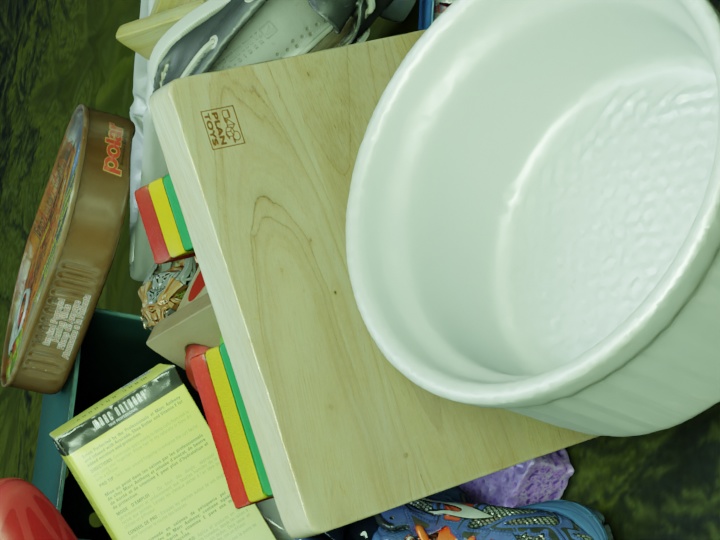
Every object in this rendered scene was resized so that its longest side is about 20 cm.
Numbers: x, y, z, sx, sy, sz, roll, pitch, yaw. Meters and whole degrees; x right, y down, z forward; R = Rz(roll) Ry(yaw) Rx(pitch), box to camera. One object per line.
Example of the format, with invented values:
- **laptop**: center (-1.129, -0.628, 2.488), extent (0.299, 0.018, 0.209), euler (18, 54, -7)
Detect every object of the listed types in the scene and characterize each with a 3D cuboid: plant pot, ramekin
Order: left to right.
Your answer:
- **plant pot**: center (-0.142, 0.120, 1.775), extent (0.200, 0.140, 0.142), euler (151, 127, -67)
- **ramekin**: center (0.098, -0.027, 1.175), extent (0.200, 0.098, 0.202), euler (-19, 59, 35)

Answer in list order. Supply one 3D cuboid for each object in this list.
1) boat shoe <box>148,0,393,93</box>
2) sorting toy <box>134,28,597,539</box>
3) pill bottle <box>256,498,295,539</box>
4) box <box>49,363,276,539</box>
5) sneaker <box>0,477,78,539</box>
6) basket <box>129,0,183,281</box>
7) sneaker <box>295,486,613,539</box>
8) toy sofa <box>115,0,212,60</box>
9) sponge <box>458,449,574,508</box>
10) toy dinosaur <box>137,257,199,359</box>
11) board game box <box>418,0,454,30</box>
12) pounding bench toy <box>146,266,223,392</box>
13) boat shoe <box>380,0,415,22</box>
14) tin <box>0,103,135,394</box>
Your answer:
- **boat shoe**: center (-0.023, -0.138, 1.418), extent (0.200, 0.074, 0.060), euler (-35, 32, 8)
- **sorting toy**: center (0.001, 0.005, 1.259), extent (0.069, 0.198, 0.201), euler (-23, 84, 49)
- **pill bottle**: center (-0.064, 0.172, 1.565), extent (0.200, 0.119, 0.120), euler (121, 151, -42)
- **box**: center (-0.078, 0.151, 1.440), extent (0.201, 0.075, 0.050), euler (58, 171, -4)
- **sneaker**: center (-0.130, 0.194, 1.513), extent (0.115, 0.078, 0.201), euler (-23, 97, 43)
- **basket**: center (-0.072, -0.093, 1.651), extent (0.200, 0.122, 0.136), euler (103, 166, -60)
- **sneaker**: center (0.044, 0.141, 1.306), extent (0.199, 0.078, 0.076), euler (4, 97, 51)
- **toy sofa**: center (-0.047, -0.190, 1.533), extent (0.083, 0.097, 0.201), euler (-9, 56, 49)
- **sponge**: center (0.047, 0.138, 1.416), extent (0.112, 0.030, 0.201), euler (-110, 37, -52)
- **toy dinosaur**: center (-0.044, 0.007, 1.556), extent (0.102, 0.199, 0.136), euler (0, 113, 56)
- **board game box**: center (0.056, -0.183, 1.528), extent (0.158, 0.039, 0.201), euler (173, 101, -89)
- **pounding bench toy**: center (0.000, 0.000, 1.404), extent (0.157, 0.124, 0.200), euler (-63, 15, -22)
- **boat shoe**: center (-0.001, -0.234, 1.667), extent (0.070, 0.071, 0.202), euler (125, 148, -48)
- **tin**: center (-0.173, -0.009, 1.653), extent (0.200, 0.042, 0.112), euler (116, 166, -45)
